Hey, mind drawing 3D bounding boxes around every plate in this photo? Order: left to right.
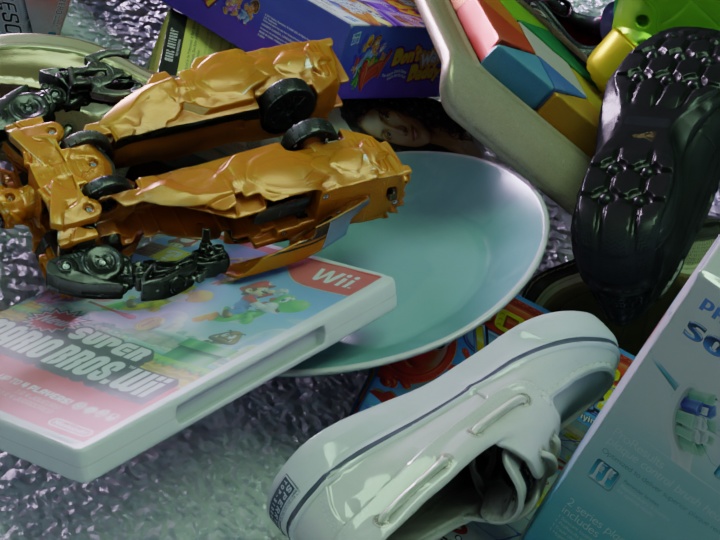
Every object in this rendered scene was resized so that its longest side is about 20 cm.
[{"bbox_3d":[0.000,0.000,0.895,0.198,0.026,0.201,-11,32,7],"label":"plate"}]

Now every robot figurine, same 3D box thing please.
[{"bbox_3d":[-0.084,-0.046,0.852,0.199,0.058,0.146,-16,57,-23],"label":"robot figurine"}]

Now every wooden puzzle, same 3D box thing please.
[{"bbox_3d":[0.100,-0.106,0.979,0.185,0.037,0.201,36,25,-28],"label":"wooden puzzle"}]

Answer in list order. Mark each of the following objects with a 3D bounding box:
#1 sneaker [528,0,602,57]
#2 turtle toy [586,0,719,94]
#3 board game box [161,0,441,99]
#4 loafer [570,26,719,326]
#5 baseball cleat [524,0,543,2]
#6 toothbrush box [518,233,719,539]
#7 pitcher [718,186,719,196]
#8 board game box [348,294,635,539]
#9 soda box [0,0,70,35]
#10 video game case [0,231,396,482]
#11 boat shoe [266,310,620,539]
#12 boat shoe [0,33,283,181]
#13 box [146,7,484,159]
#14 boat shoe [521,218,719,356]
[{"bbox_3d":[0.081,-0.161,1.138,0.198,0.075,0.081,17,40,-12],"label":"sneaker"},{"bbox_3d":[0.191,-0.159,1.024,0.200,0.146,0.101,39,13,-20],"label":"turtle toy"},{"bbox_3d":[-0.048,-0.164,1.030,0.199,0.045,0.134,33,22,27],"label":"board game box"},{"bbox_3d":[0.152,-0.055,0.910,0.068,0.071,0.201,9,44,20],"label":"loafer"},{"bbox_3d":[0.040,-0.201,1.069,0.198,0.070,0.106,17,26,18],"label":"baseball cleat"},{"bbox_3d":[0.154,0.059,0.752,0.085,0.201,0.146,35,40,9],"label":"toothbrush box"},{"bbox_3d":[0.296,-0.023,1.085,0.120,0.173,0.200,-12,28,-4],"label":"pitcher"},{"bbox_3d":[0.086,0.108,0.863,0.199,0.056,0.196,27,39,-1],"label":"board game box"},{"bbox_3d":[-0.196,-0.202,1.027,0.063,0.069,0.201,15,41,-15],"label":"soda box"},{"bbox_3d":[-0.099,0.030,0.809,0.142,0.018,0.199,14,29,38],"label":"video game case"},{"bbox_3d":[0.053,0.079,0.769,0.199,0.072,0.066,-19,51,-40],"label":"boat shoe"},{"bbox_3d":[-0.134,-0.069,0.916,0.198,0.072,0.065,11,47,-18],"label":"boat shoe"},{"bbox_3d":[-0.027,-0.081,1.008,0.198,0.050,0.076,16,40,-13],"label":"box"},{"bbox_3d":[0.162,0.008,1.012,0.200,0.072,0.066,-8,40,-35],"label":"boat shoe"}]
